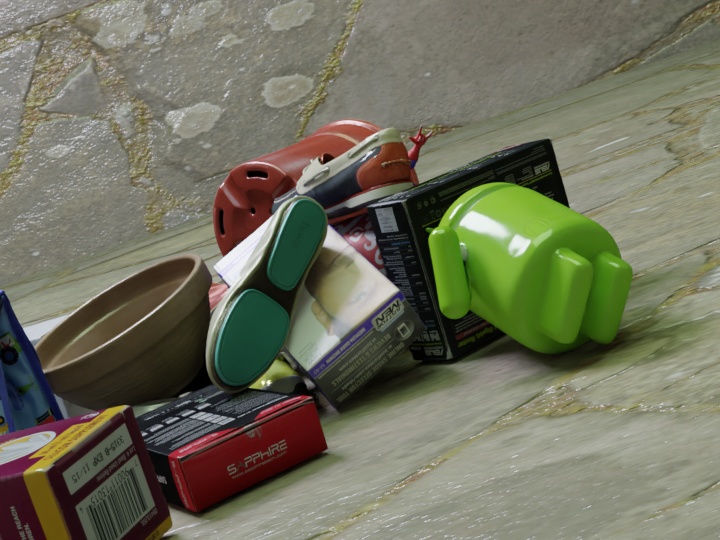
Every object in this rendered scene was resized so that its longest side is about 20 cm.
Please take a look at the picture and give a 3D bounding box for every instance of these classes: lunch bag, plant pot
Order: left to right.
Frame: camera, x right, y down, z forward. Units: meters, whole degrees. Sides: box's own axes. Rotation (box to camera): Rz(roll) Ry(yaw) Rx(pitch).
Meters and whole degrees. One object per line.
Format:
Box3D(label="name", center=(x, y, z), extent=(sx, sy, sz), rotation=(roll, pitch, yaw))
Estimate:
Box3D(label="lunch bag", center=(-0.364, 0.116, 1.398), extent=(0.149, 0.202, 0.094), rotation=(-13, 10, 25))
Box3D(label="plant pot", center=(-0.217, 0.076, 1.482), extent=(0.199, 0.093, 0.201), rotation=(-27, 17, 9))
Box3D(label="plant pot", center=(-0.060, -0.069, 1.836), extent=(0.199, 0.203, 0.195), rotation=(-11, 5, 37))

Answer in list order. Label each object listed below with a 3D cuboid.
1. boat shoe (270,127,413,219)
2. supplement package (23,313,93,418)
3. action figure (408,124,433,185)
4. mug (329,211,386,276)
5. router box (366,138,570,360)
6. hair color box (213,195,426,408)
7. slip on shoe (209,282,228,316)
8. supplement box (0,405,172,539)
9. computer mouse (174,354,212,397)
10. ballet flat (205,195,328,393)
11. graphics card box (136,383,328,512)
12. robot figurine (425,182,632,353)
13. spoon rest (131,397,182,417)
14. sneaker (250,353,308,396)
Box3D(label="boat shoe", center=(-0.022, -0.085, 1.493), extent=(0.071, 0.063, 0.199), rotation=(-12, -2, -39))
Box3D(label="supplement package", center=(-0.376, 0.130, 1.622), extent=(0.198, 0.115, 0.109), rotation=(-16, 8, 20))
Box3D(label="action figure", center=(0.094, -0.077, 1.630), extent=(0.099, 0.198, 0.066), rotation=(-52, 19, 50))
Box3D(label="mug", center=(0.001, 0.011, 1.545), extent=(0.198, 0.135, 0.177), rotation=(-14, -9, 19))
Box3D(label="router box", center=(0.114, -0.021, 1.429), extent=(0.199, 0.151, 0.062), rotation=(-23, 10, -35))
Box3D(label="hair color box", center=(-0.040, 0.024, 1.394), extent=(0.109, 0.065, 0.200), rotation=(-41, 42, -6))
Box3D(label="slip on shoe", center=(-0.186, 0.035, 1.649), extent=(0.074, 0.062, 0.199), rotation=(-36, 15, -38))
Box3D(label="supplement box", center=(-0.258, 0.182, 1.107), extent=(0.198, 0.104, 0.131), rotation=(-15, 11, 22))
Box3D(label="computer mouse", center=(-0.158, 0.097, 1.603), extent=(0.138, 0.053, 0.200), rotation=(-23, 13, 30))
Box3D(label="ballet flat", center=(-0.088, 0.024, 1.341), extent=(0.069, 0.069, 0.201), rotation=(-8, 45, 48))
Box3D(label="graphics card box", center=(-0.126, 0.141, 1.261), extent=(0.125, 0.051, 0.199), rotation=(-23, 11, -27))
Box3D(label="robot figurine", center=(0.140, -0.005, 1.291), extent=(0.174, 0.117, 0.200), rotation=(0, 20, -33))
Box3D(label="spoon rest", center=(-0.212, 0.155, 1.378), extent=(0.099, 0.061, 0.199), rotation=(-8, 0, 43))
Box3D(label="sneaker", center=(-0.104, 0.092, 1.419), extent=(0.075, 0.077, 0.200), rotation=(-21, 9, -16))
